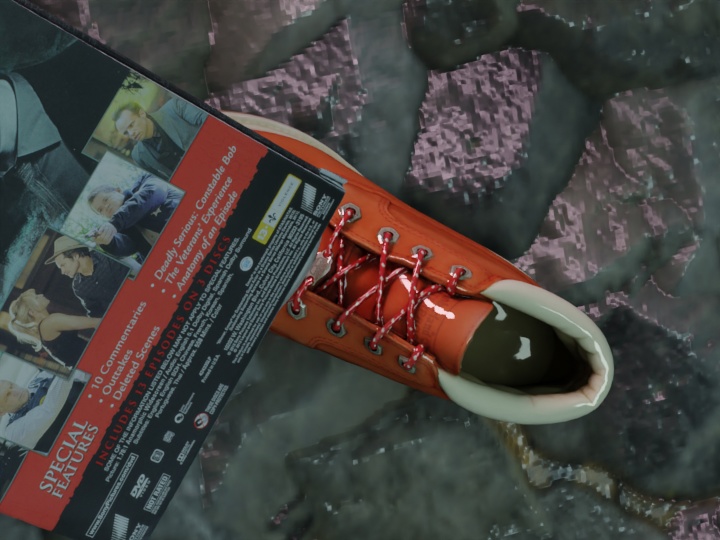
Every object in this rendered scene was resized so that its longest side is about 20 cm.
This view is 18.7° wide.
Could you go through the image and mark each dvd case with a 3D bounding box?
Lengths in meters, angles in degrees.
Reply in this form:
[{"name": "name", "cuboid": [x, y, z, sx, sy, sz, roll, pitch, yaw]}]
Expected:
[{"name": "dvd case", "cuboid": [-0.109, -0.003, 0.660, 0.200, 0.022, 0.146, 28, 93, -43]}]

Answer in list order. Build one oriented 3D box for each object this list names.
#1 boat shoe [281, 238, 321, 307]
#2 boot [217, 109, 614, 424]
[{"name": "boat shoe", "cuboid": [-0.105, 0.020, 0.743, 0.200, 0.064, 0.071, -26, 93, 7]}, {"name": "boot", "cuboid": [0.000, 0.000, 0.792, 0.200, 0.107, 0.075, 22, 93, -19]}]
